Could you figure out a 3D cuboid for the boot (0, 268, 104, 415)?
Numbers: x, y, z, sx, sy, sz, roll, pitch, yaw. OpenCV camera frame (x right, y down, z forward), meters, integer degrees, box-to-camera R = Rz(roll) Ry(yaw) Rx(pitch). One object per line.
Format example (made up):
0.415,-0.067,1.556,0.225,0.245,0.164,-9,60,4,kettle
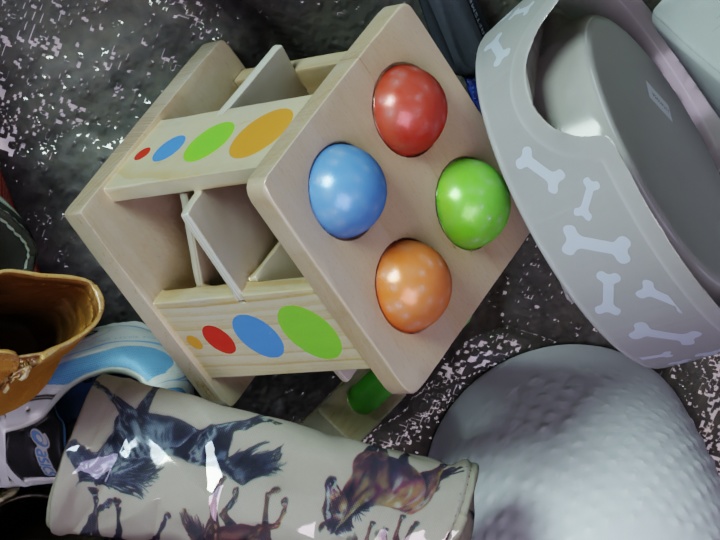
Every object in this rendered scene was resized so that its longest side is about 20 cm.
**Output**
-0.218,0.049,1.093,0.200,0.144,0.071,-17,77,-33,boot

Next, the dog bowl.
0.123,-0.045,1.170,0.058,0.201,0.200,-28,117,21,dog bowl

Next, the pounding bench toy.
0.000,0.000,1.164,0.200,0.155,0.124,55,53,-26,pounding bench toy

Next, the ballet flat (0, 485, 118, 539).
-0.144,0.138,1.213,0.067,0.200,0.047,-37,123,-18,ballet flat

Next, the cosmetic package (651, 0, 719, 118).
0.273,-0.075,1.181,0.167,0.166,0.200,-38,115,3,cosmetic package

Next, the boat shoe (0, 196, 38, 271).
-0.220,-0.016,1.098,0.200,0.060,0.072,12,97,-40,boat shoe

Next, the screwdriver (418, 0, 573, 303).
0.070,-0.064,1.235,0.028,0.029,0.201,-23,111,3,screwdriver

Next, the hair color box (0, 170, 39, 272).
-0.222,-0.044,1.184,0.101,0.061,0.201,-19,116,0,hair color box

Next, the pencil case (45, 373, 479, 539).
-0.046,0.104,1.168,0.199,0.078,0.090,13,158,5,pencil case

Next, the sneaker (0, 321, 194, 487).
-0.179,0.078,1.243,0.199,0.073,0.072,-17,118,1,sneaker

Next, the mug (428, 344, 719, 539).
0.140,0.151,1.269,0.199,0.176,0.148,22,110,-18,mug
